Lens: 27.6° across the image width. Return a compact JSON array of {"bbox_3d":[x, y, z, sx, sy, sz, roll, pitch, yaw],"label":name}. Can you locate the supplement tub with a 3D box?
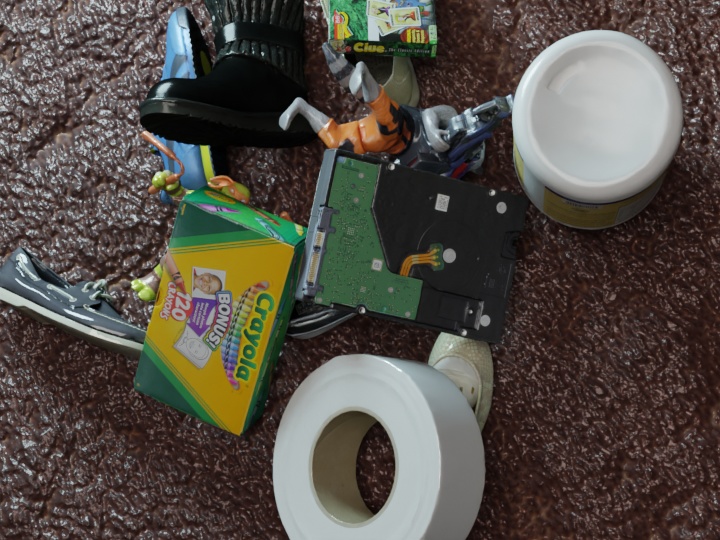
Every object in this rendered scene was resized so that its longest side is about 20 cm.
[{"bbox_3d":[0.206,-0.117,1.302,0.143,0.200,0.148,-1,82,6],"label":"supplement tub"}]

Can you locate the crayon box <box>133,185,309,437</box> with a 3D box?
[{"bbox_3d":[-0.128,0.038,1.366,0.117,0.058,0.202,22,111,12],"label":"crayon box"}]

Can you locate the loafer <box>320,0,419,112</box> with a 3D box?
[{"bbox_3d":[0.006,-0.246,1.439,0.075,0.068,0.202,-23,77,7],"label":"loafer"}]

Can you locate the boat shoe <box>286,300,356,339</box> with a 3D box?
[{"bbox_3d":[0.000,0.000,1.399,0.198,0.068,0.072,-26,76,7],"label":"boat shoe"}]

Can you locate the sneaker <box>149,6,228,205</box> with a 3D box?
[{"bbox_3d":[-0.184,-0.164,1.467,0.077,0.066,0.203,-11,79,13],"label":"sneaker"}]

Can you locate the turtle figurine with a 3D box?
[{"bbox_3d":[-0.155,-0.033,1.423,0.199,0.064,0.162,35,109,-4],"label":"turtle figurine"}]

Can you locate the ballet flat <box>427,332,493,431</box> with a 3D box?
[{"bbox_3d":[0.083,0.144,1.361,0.066,0.062,0.203,8,82,11],"label":"ballet flat"}]

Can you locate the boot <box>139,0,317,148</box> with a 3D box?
[{"bbox_3d":[-0.131,-0.203,1.407,0.079,0.210,0.160,-14,80,41],"label":"boot"}]

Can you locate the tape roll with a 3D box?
[{"bbox_3d":[0.013,0.179,1.322,0.200,0.070,0.206,-7,79,39],"label":"tape roll"}]

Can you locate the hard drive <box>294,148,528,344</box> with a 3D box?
[{"bbox_3d":[0.048,-0.020,1.334,0.197,0.038,0.142,12,88,-21],"label":"hard drive"}]

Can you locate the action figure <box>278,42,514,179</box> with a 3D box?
[{"bbox_3d":[0.052,-0.143,1.361,0.199,0.192,0.106,-34,47,39],"label":"action figure"}]

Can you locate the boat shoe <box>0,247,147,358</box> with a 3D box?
[{"bbox_3d":[-0.280,0.030,1.446,0.198,0.073,0.063,20,77,25],"label":"boat shoe"}]

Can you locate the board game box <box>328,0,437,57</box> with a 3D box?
[{"bbox_3d":[0.019,-0.291,1.418,0.103,0.024,0.202,0,58,-2],"label":"board game box"}]
